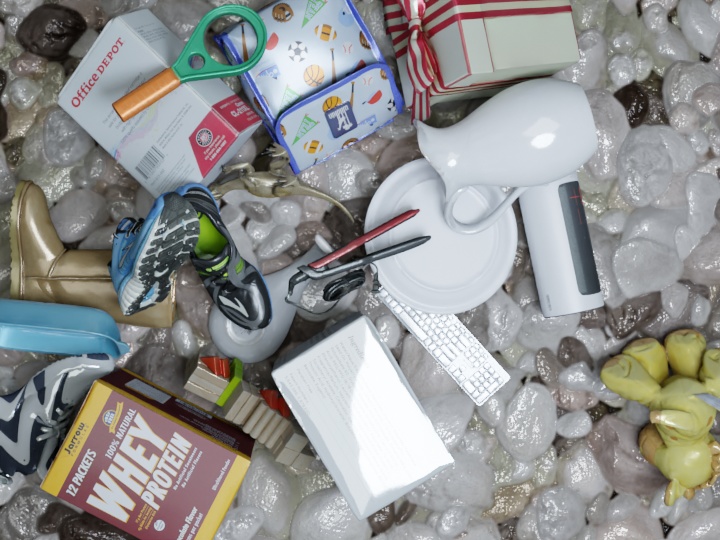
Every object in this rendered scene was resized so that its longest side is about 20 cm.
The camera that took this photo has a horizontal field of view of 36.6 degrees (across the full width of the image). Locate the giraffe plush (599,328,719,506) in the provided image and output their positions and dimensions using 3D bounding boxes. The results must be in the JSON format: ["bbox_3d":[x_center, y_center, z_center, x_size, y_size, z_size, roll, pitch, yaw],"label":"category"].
[{"bbox_3d":[0.403,0.193,1.358,0.172,0.200,0.163,-14,119,-7],"label":"giraffe plush"}]

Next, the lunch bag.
[{"bbox_3d":[-0.058,-0.242,1.347,0.170,0.124,0.201,-30,107,-4],"label":"lunch bag"}]

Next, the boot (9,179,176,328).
[{"bbox_3d":[-0.328,-0.021,1.353,0.199,0.066,0.176,3,101,-3],"label":"boot"}]

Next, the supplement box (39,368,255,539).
[{"bbox_3d":[-0.240,0.224,1.281,0.197,0.200,0.133,28,88,-2],"label":"supplement box"}]

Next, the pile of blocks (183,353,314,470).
[{"bbox_3d":[-0.126,0.158,1.338,0.200,0.082,0.062,38,108,4],"label":"pile of blocks"}]

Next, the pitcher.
[{"bbox_3d":[0.180,-0.133,1.301,0.199,0.122,0.172,-17,128,6],"label":"pitcher"}]

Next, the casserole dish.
[{"bbox_3d":[-0.378,0.070,1.322,0.199,0.121,0.039,6,70,-3],"label":"casserole dish"}]

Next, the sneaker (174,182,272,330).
[{"bbox_3d":[-0.171,-0.007,1.296,0.070,0.083,0.200,-24,111,9],"label":"sneaker"}]

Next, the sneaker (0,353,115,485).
[{"bbox_3d":[-0.372,0.191,1.322,0.198,0.080,0.130,-25,78,-3],"label":"sneaker"}]

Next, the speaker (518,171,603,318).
[{"bbox_3d":[0.249,-0.045,1.379,0.081,0.081,0.201,-11,89,-4],"label":"speaker"}]

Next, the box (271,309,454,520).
[{"bbox_3d":[-0.002,0.165,1.298,0.130,0.199,0.201,-31,91,-3],"label":"box"}]

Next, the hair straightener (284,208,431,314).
[{"bbox_3d":[0.000,0.000,1.315,0.199,0.041,0.077,-28,94,-15],"label":"hair straightener"}]

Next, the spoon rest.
[{"bbox_3d":[-0.106,0.034,1.373,0.200,0.061,0.099,-42,90,10],"label":"spoon rest"}]

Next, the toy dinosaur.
[{"bbox_3d":[-0.101,-0.109,1.349,0.199,0.101,0.059,5,69,-5],"label":"toy dinosaur"}]

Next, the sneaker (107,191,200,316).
[{"bbox_3d":[-0.252,-0.030,1.246,0.078,0.200,0.090,-24,72,-41],"label":"sneaker"}]

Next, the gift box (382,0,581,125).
[{"bbox_3d":[0.128,-0.289,1.321,0.186,0.200,0.186,-10,83,-26],"label":"gift box"}]

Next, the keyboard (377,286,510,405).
[{"bbox_3d":[0.106,0.083,1.401,0.056,0.011,0.200,-43,91,-4],"label":"keyboard"}]

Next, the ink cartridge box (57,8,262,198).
[{"bbox_3d":[-0.243,-0.195,1.321,0.200,0.083,0.146,44,118,-2],"label":"ink cartridge box"}]

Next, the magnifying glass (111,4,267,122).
[{"bbox_3d":[-0.195,-0.234,1.249,0.200,0.022,0.080,-36,90,-13],"label":"magnifying glass"}]

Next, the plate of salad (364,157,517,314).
[{"bbox_3d":[0.101,-0.044,1.382,0.199,0.048,0.201,0,88,-10],"label":"plate of salad"}]
